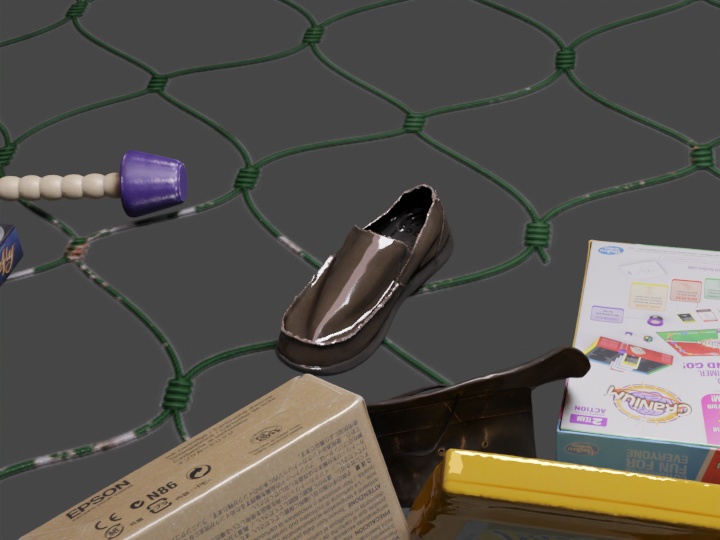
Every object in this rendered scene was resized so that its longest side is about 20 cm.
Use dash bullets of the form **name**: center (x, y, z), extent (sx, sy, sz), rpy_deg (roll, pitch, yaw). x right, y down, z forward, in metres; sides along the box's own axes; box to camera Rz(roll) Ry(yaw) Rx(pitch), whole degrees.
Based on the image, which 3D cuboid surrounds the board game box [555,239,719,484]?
- **board game box**: center (0.224, 0.062, 1.039), extent (0.152, 0.041, 0.201), rpy_deg (6, 42, 13)

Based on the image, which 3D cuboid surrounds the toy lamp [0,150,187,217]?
- **toy lamp**: center (-0.245, -0.071, 1.239), extent (0.198, 0.059, 0.058), rpy_deg (-1, 41, 4)

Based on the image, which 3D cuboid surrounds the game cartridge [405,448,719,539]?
- **game cartridge**: center (0.119, 0.143, 0.825), extent (0.175, 0.200, 0.033), rpy_deg (8, 72, -1)

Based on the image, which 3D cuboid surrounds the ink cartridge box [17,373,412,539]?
- **ink cartridge box**: center (-0.069, 0.179, 0.837), extent (0.199, 0.166, 0.075), rpy_deg (-28, 22, -25)

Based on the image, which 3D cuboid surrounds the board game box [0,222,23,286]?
- **board game box**: center (-0.391, 0.003, 1.186), extent (0.198, 0.035, 0.136), rpy_deg (8, 43, 16)

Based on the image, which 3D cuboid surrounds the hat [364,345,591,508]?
- **hat**: center (0.060, 0.114, 0.948), extent (0.199, 0.201, 0.082), rpy_deg (-13, 78, -9)

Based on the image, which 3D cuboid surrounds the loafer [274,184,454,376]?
- **loafer**: center (0.000, 0.000, 1.114), extent (0.073, 0.072, 0.200), rpy_deg (18, 46, 26)
